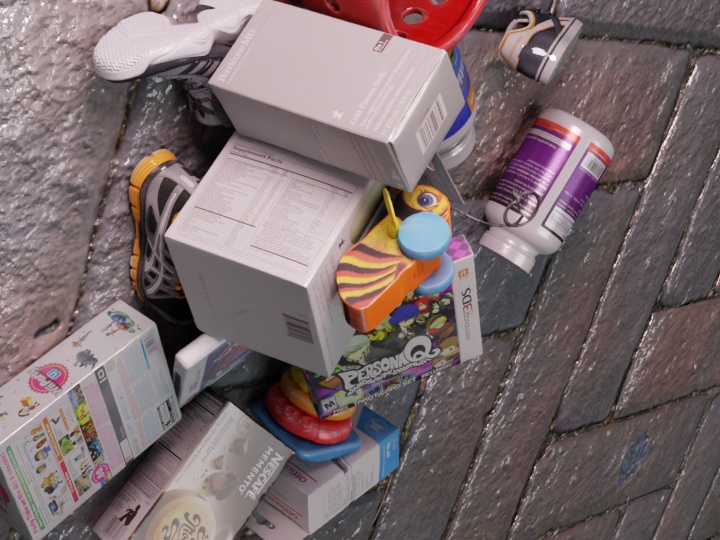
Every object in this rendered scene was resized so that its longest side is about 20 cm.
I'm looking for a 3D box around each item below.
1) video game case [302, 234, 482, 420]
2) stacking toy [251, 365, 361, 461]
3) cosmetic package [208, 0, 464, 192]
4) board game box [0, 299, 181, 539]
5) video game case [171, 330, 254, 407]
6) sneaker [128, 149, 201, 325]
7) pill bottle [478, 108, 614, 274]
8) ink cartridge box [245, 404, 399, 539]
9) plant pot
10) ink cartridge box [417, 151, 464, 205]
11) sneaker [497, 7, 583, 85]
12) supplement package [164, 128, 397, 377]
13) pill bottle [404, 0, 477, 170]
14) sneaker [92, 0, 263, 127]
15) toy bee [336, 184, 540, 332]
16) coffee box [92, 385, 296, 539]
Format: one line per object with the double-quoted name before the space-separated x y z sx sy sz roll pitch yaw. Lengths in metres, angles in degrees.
"video game case" 0.030 0.063 1.499 0.199 0.036 0.182 -21 142 -8
"stacking toy" -0.034 0.108 1.625 0.116 0.110 0.201 -5 126 -49
"cosmetic package" -0.021 -0.156 1.253 0.107 0.199 0.090 -60 153 -19
"board game box" -0.277 0.146 1.388 0.200 0.064 0.148 -40 142 -30
"video game case" -0.112 0.059 1.478 0.200 0.023 0.182 -38 172 -18
"sneaker" -0.176 -0.018 1.385 0.078 0.077 0.201 -38 143 -32
"pill bottle" 0.235 -0.101 1.844 0.201 0.112 0.112 -59 147 -1
"ink cartridge box" -0.060 0.234 1.700 0.200 0.116 0.068 -33 138 -37
"plant pot" 0.012 -0.312 1.305 0.200 0.182 0.202 -33 137 -38
"ink cartridge box" 0.022 -0.162 1.412 0.047 0.200 0.160 -48 140 -13
"sneaker" 0.218 -0.278 1.725 0.079 0.079 0.200 -65 172 19
"supplement package" -0.058 -0.040 1.340 0.201 0.150 0.152 -60 157 -29
"pill bottle" 0.063 -0.196 1.536 0.112 0.112 0.200 -51 146 -13
"sneaker" -0.154 -0.177 1.287 0.200 0.075 0.115 -31 135 -41
"toy bee" 0.047 -0.029 1.289 0.199 0.109 0.132 -19 137 -34
"coffee box" -0.179 0.238 1.545 0.113 0.080 0.200 42 79 -31
